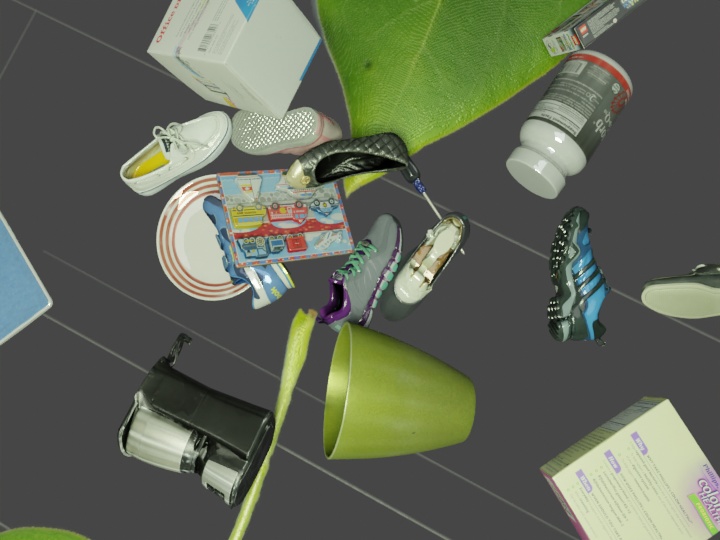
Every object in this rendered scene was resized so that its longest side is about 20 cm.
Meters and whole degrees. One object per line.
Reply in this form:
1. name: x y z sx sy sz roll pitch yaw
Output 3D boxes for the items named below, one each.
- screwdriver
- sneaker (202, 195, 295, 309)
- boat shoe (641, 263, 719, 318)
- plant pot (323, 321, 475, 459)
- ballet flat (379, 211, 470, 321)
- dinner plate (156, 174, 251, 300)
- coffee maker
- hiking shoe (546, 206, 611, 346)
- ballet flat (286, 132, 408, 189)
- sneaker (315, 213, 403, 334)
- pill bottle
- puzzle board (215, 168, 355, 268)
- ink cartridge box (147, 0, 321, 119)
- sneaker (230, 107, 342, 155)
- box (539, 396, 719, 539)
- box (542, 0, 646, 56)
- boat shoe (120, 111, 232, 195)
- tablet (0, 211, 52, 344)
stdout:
1. screwdriver: 0.111 -0.112 1.050 0.028 0.029 0.202 -31 80 -19
2. sneaker: -0.187 -0.030 1.017 0.082 0.074 0.201 -41 80 0
3. boat shoe: 0.521 0.026 0.990 0.194 0.073 0.069 -3 45 11
4. plant pot: 0.059 0.184 0.948 0.194 0.187 0.193 10 82 -9
5. ballet flat: 0.097 -0.008 1.009 0.073 0.073 0.201 39 90 9
6. dinner plate: -0.233 -0.053 1.070 0.194 0.024 0.207 -1 81 5
7. coffee maker: -0.227 0.217 0.975 0.195 0.135 0.197 20 83 6
8. hiking shoe: 0.335 0.008 1.001 0.084 0.074 0.207 5 92 -3
9. ballet flat: -0.020 -0.165 1.013 0.195 0.067 0.058 -17 54 -6
10. sneaker: 0.000 0.000 1.003 0.073 0.087 0.205 14 81 44
11. pill bottle: 0.315 -0.220 1.007 0.115 0.116 0.202 35 86 8
12. puzzle board: -0.112 -0.088 1.012 0.195 0.017 0.155 -7 72 -28
13. ink cartridge box: -0.194 -0.348 1.013 0.197 0.144 0.150 22 82 36
14. sneaker: -0.116 -0.219 1.069 0.196 0.104 0.078 6 90 35
15. box: 0.388 0.310 0.933 0.197 0.097 0.178 -33 80 0
16. box: 0.391 -0.414 1.031 0.198 0.110 0.035 -37 105 -1
17. boat shoe: -0.301 -0.200 1.058 0.199 0.086 0.076 -30 75 4
18. tablet: -0.607 0.011 1.094 0.129 0.014 0.202 -35 82 -2
